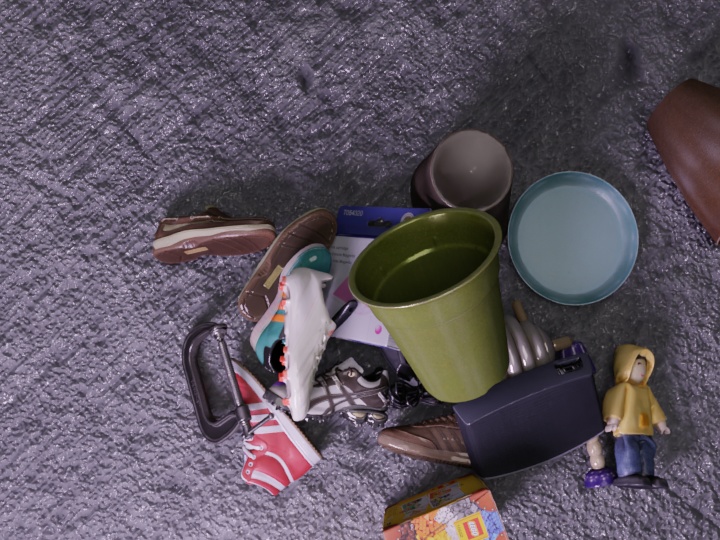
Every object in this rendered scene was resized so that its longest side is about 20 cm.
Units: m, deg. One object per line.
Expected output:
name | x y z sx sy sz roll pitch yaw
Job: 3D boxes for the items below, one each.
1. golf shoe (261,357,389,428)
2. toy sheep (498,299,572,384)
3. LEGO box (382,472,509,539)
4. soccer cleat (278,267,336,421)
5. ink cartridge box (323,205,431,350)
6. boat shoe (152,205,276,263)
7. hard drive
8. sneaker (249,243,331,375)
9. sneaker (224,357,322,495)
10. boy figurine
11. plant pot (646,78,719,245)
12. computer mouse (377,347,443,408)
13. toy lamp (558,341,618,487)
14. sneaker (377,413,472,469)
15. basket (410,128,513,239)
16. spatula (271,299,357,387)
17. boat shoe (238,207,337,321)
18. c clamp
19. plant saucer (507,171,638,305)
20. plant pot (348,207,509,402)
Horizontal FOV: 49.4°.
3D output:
golf shoe | -0.045 0.167 1.119 0.196 0.077 0.097 11 93 -30
toy sheep | 0.208 0.123 1.120 0.196 0.138 0.141 -18 82 -1
LEGO box | 0.110 0.345 1.055 0.146 0.200 0.079 -21 81 0
soccer cleat | -0.069 0.097 1.045 0.076 0.069 0.205 1 80 -12
ink cartridge box | 0.000 0.000 1.130 0.194 0.043 0.205 5 81 46
boat shoe | -0.223 -0.066 1.183 0.197 0.075 0.077 -7 67 10
hard drive | 0.235 0.204 1.065 0.196 0.042 0.137 -21 115 -2
sneaker | -0.088 0.060 1.123 0.080 0.070 0.202 50 119 41
sneaker | -0.159 0.234 1.147 0.112 0.071 0.201 -41 85 -7
boy figurine | 0.397 0.208 1.120 0.122 0.064 0.205 14 69 -26
plant pot | 0.519 -0.175 1.135 0.186 0.187 0.201 -38 68 -3
computer mouse | 0.053 0.104 1.146 0.052 0.137 0.205 -22 73 37
toy lamp | 0.329 0.207 1.138 0.057 0.058 0.205 -12 84 1
sneaker | 0.123 0.242 1.143 0.195 0.071 0.077 12 72 -3
basket | 0.150 -0.115 1.117 0.135 0.200 0.181 -38 83 -3
spatula | -0.063 0.112 1.109 0.201 0.056 0.021 -54 49 25
boat shoe | -0.114 -0.018 1.175 0.072 0.076 0.200 43 94 -15
c clamp | -0.198 0.159 1.130 0.171 0.027 0.203 -44 61 37
plant saucer | 0.320 -0.048 1.188 0.195 0.027 0.205 0 82 3
plant pot | 0.109 0.056 0.992 0.197 0.201 0.192 -26 119 -1
